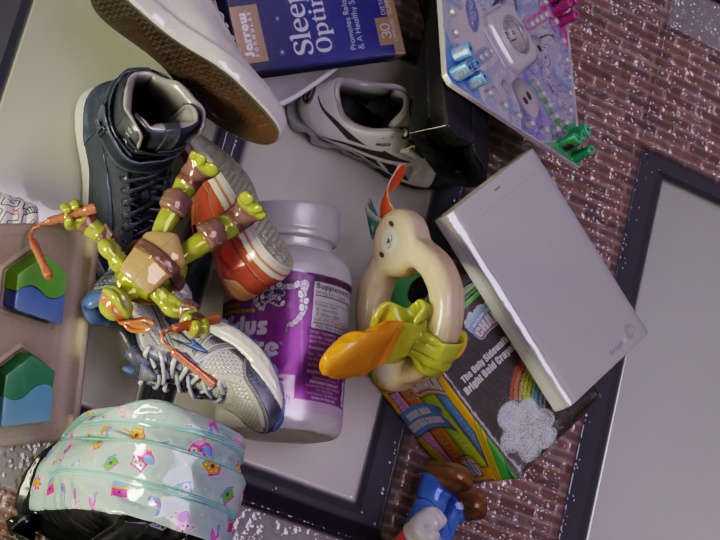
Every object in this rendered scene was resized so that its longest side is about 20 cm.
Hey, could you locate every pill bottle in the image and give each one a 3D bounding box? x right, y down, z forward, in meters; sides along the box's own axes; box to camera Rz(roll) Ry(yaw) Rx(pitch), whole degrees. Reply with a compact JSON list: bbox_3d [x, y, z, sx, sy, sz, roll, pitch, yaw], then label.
[{"bbox_3d":[-0.065,0.044,1.717,0.112,0.112,0.200,10,76,-27],"label":"pill bottle"}]

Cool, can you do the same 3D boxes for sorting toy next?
[{"bbox_3d":[-0.295,0.055,1.575,0.200,0.036,0.185,-1,101,-46],"label":"sorting toy"}]

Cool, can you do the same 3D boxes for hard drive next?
[{"bbox_3d":[0.163,0.007,1.760,0.132,0.026,0.200,-38,98,-38],"label":"hard drive"}]

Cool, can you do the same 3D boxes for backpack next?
[{"bbox_3d":[-0.176,0.176,1.584,0.167,0.200,0.127,15,74,-25],"label":"backpack"}]

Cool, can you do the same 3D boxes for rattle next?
[{"bbox_3d":[0.000,0.000,1.681,0.143,0.130,0.200,-4,72,-23],"label":"rattle"}]

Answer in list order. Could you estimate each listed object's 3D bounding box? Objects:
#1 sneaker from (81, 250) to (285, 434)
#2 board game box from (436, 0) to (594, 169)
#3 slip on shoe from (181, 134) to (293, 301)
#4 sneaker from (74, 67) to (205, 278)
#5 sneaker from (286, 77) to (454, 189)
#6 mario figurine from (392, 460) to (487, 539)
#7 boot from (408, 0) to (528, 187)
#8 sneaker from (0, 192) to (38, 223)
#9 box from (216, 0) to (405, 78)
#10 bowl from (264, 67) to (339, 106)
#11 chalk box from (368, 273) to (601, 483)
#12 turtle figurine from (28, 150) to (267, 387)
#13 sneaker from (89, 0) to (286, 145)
[{"bbox_3d":[-0.149,0.073,1.616,0.200,0.077,0.085,40,52,15],"label":"sneaker"},{"bbox_3d":[0.144,-0.218,1.834,0.200,0.026,0.200,28,48,-40],"label":"board game box"},{"bbox_3d":[-0.121,-0.052,1.686,0.074,0.061,0.200,31,22,-47],"label":"slip on shoe"},{"bbox_3d":[-0.179,-0.070,1.660,0.077,0.146,0.202,-12,88,-31],"label":"sneaker"},{"bbox_3d":[0.039,-0.128,1.821,0.200,0.089,0.074,15,73,-27],"label":"sneaker"},{"bbox_3d":[0.064,0.276,1.751,0.123,0.106,0.200,35,65,-21],"label":"mario figurine"},{"bbox_3d":[0.108,-0.161,1.822,0.165,0.066,0.200,33,41,-35],"label":"boot"},{"bbox_3d":[-0.318,0.026,1.611,0.108,0.067,0.201,15,72,-23],"label":"sneaker"},{"bbox_3d":[-0.062,-0.232,1.734,0.200,0.032,0.121,-12,87,-28],"label":"box"},{"bbox_3d":[-0.093,-0.254,1.779,0.200,0.075,0.200,-42,101,-28],"label":"bowl"},{"bbox_3d":[0.094,0.079,1.792,0.125,0.124,0.200,-41,100,-27],"label":"chalk box"},{"bbox_3d":[-0.151,-0.006,1.584,0.200,0.064,0.161,38,73,15],"label":"turtle figurine"},{"bbox_3d":[-0.127,-0.195,1.658,0.200,0.073,0.085,44,53,-11],"label":"sneaker"}]
